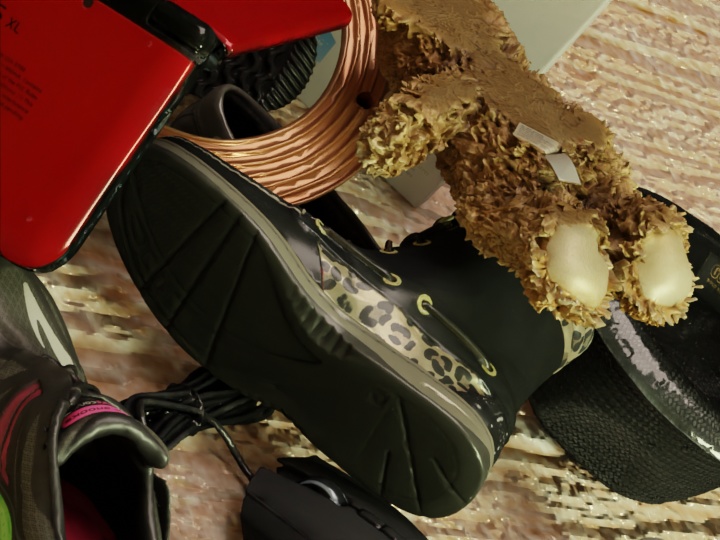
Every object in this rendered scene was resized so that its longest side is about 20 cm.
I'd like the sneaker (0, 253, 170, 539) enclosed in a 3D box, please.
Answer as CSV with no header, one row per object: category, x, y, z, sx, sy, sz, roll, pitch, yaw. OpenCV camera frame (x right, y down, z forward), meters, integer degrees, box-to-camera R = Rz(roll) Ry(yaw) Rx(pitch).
sneaker,-0.108,0.068,1.071,0.077,0.084,0.200,10,44,-42

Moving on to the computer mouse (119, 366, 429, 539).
computer mouse,-0.023,0.113,1.148,0.200,0.046,0.140,53,32,16

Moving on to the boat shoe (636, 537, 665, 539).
boat shoe,0.146,0.205,1.215,0.064,0.071,0.200,38,27,-39

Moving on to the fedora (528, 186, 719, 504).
fedora,0.143,0.053,1.358,0.200,0.092,0.201,36,29,-24

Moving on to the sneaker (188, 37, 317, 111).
sneaker,-0.119,-0.133,1.332,0.199,0.070,0.090,24,6,-14

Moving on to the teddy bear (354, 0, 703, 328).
teddy bear,0.064,-0.042,1.224,0.200,0.067,0.145,43,37,21

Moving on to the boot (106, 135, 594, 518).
boot,0.000,0.002,1.221,0.203,0.074,0.154,42,36,6

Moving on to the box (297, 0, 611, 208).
box,0.027,-0.134,1.353,0.144,0.200,0.036,43,49,1

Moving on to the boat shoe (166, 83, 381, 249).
boat shoe,-0.014,0.000,1.282,0.200,0.057,0.067,44,32,2

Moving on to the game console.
game console,-0.137,-0.102,1.177,0.200,0.173,0.119,33,-4,22

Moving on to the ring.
ring,-0.070,-0.116,1.270,0.200,0.019,0.201,8,67,-20
